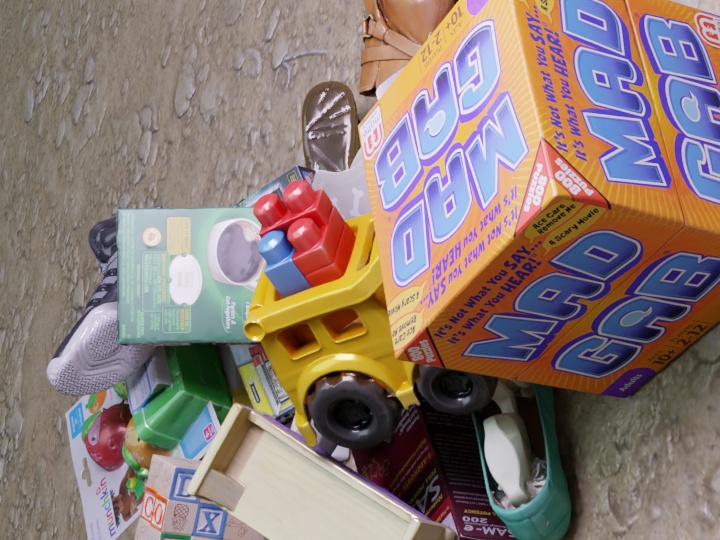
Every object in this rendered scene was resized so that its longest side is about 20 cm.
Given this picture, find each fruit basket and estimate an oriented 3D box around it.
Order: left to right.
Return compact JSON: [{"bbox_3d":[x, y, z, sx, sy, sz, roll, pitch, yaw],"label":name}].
[{"bbox_3d":[-0.216,0.142,1.681,0.200,0.094,0.186,-39,44,22],"label":"fruit basket"}]

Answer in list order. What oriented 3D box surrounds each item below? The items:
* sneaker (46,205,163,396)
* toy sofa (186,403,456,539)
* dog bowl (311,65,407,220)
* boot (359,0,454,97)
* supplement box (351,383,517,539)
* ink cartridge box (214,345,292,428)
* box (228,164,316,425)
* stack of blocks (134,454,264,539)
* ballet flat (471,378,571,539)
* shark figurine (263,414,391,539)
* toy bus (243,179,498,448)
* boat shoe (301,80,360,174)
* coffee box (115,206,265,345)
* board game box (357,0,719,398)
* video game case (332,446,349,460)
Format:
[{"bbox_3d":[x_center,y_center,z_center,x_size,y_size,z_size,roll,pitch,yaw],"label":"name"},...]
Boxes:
[{"bbox_3d":[-0.227,0.024,1.636,0.200,0.076,0.114,-46,45,-12],"label":"sneaker"},{"bbox_3d":[-0.026,0.188,1.375,0.199,0.097,0.083,29,90,29],"label":"toy sofa"},{"bbox_3d":[0.055,-0.079,1.405,0.059,0.199,0.201,46,125,29],"label":"dog bowl"},{"bbox_3d":[0.025,-0.239,1.654,0.200,0.076,0.156,17,100,55],"label":"boot"},{"bbox_3d":[0.055,0.173,1.446,0.109,0.061,0.201,-58,35,34],"label":"supplement box"},{"bbox_3d":[-0.121,0.155,1.718,0.145,0.083,0.201,-28,57,56],"label":"ink cartridge box"},{"bbox_3d":[-0.066,0.025,1.626,0.136,0.038,0.201,-30,72,22],"label":"box"},{"bbox_3d":[-0.095,0.235,1.559,0.058,0.199,0.116,12,90,62],"label":"stack of blocks"},{"bbox_3d":[0.114,0.110,1.338,0.067,0.070,0.201,-23,54,16],"label":"ballet flat"},{"bbox_3d":[-0.022,0.146,1.459,0.128,0.089,0.216,74,-148,-76],"label":"shark figurine"},{"bbox_3d":[0.011,0.012,1.313,0.199,0.193,0.136,-19,29,24],"label":"toy bus"},{"bbox_3d":[-0.021,-0.076,1.676,0.073,0.065,0.202,1,80,22],"label":"boat shoe"},{"bbox_3d":[-0.114,0.006,1.559,0.044,0.198,0.124,100,168,-82],"label":"coffee box"},{"bbox_3d":[0.142,-0.059,1.212,0.200,0.199,0.201,-48,41,45],"label":"board game box"},{"bbox_3d":[-0.059,0.098,1.733,0.182,0.023,0.202,-26,58,57],"label":"video game case"}]
